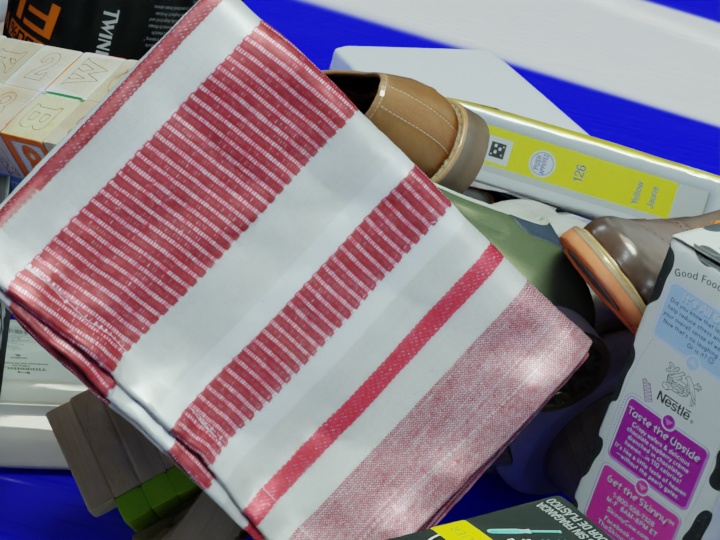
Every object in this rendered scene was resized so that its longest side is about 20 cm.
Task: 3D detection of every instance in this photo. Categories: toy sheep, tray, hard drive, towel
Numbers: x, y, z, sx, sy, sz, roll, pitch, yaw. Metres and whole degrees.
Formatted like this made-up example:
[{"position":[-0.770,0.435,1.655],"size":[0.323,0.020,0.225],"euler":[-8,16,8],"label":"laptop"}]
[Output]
[{"position":[0.072,0.031,0.885],"size":[0.138,0.138,0.200],"euler":[-6,51,-37],"label":"toy sheep"},{"position":[-0.150,0.049,0.846],"size":[0.200,0.022,0.107],"euler":[4,28,-22],"label":"tray"},{"position":[0.082,-0.089,1.231],"size":[0.132,0.027,0.200],"euler":[-2,33,-31],"label":"hard drive"},{"position":[-0.028,0.012,0.704],"size":[0.200,0.144,0.023],"euler":[44,-9,-10],"label":"towel"}]

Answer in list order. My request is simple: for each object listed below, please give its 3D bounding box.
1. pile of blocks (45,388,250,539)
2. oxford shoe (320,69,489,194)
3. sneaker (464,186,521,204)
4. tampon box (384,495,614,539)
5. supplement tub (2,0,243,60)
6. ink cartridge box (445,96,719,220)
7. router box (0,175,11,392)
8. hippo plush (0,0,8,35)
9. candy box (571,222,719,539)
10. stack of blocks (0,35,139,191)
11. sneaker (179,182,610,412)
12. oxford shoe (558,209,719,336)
[{"position":[-0.037,0.114,0.762],"size":[0.200,0.082,0.062],"euler":[36,-12,17],"label":"pile of blocks"},{"position":[-0.036,-0.061,0.866],"size":[0.071,0.071,0.200],"euler":[33,-27,-36],"label":"oxford shoe"},{"position":[0.098,0.013,0.988],"size":[0.079,0.079,0.200],"euler":[5,16,-45],"label":"sneaker"},{"position":[0.019,0.175,0.582],"size":[0.200,0.126,0.150],"euler":[-9,35,-39],"label":"tampon box"},{"position":[-0.126,-0.137,1.015],"size":[0.122,0.200,0.123],"euler":[12,27,-6],"label":"supplement tub"},{"position":[0.083,-0.059,1.001],"size":[0.200,0.047,0.198],"euler":[19,5,3],"label":"ink cartridge box"},{"position":[-0.223,0.031,0.765],"size":[0.157,0.052,0.200],"euler":[0,31,-5],"label":"router box"},{"position":[-0.171,-0.186,1.126],"size":[0.200,0.161,0.159],"euler":[27,28,20],"label":"hippo plush"},{"position":[0.153,0.074,0.767],"size":[0.136,0.200,0.061],"euler":[-14,39,-44],"label":"candy box"},{"position":[-0.152,-0.047,0.903],"size":[0.200,0.115,0.059],"euler":[15,53,40],"label":"stack of blocks"},{"position":[0.000,0.000,0.777],"size":[0.200,0.067,0.090],"euler":[9,44,-14],"label":"sneaker"},{"position":[0.144,-0.005,0.801],"size":[0.071,0.073,0.200],"euler":[52,18,21],"label":"oxford shoe"}]
